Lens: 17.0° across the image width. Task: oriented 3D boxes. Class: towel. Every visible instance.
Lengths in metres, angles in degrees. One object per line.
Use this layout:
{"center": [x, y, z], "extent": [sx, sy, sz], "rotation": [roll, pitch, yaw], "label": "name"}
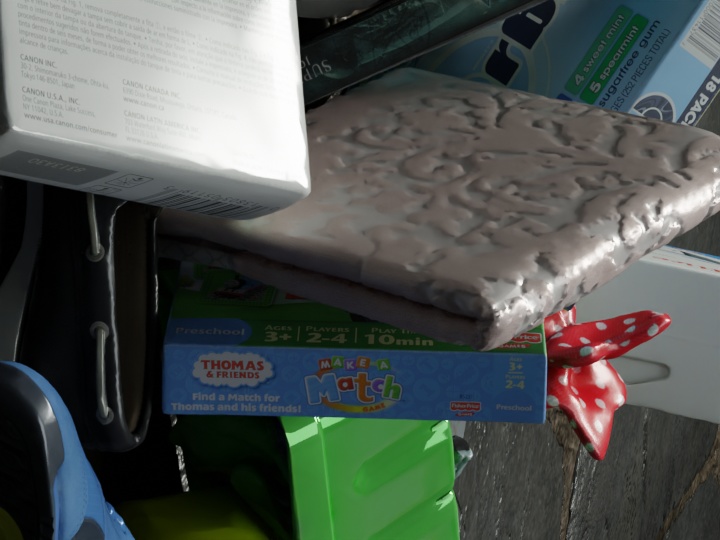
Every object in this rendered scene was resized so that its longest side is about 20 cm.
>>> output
{"center": [0.035, -0.029, 0.997], "extent": [0.200, 0.191, 0.032], "rotation": [-30, 125, -46], "label": "towel"}

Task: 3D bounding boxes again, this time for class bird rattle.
{"center": [0.058, 0.015, 1.265], "extent": [0.163, 0.199, 0.113], "rotation": [-100, -173, -57], "label": "bird rattle"}

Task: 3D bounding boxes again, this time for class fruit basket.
{"center": [-0.058, 0.116, 1.066], "extent": [0.215, 0.156, 0.216], "rotation": [-18, 129, -23], "label": "fruit basket"}

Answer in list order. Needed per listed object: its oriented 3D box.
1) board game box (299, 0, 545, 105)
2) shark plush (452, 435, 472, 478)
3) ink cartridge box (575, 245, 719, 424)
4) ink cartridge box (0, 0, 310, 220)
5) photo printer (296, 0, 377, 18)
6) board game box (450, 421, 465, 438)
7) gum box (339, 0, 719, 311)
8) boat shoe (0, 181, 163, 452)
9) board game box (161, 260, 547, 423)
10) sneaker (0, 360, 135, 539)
{"center": [0.034, -0.118, 1.107], "extent": [0.028, 0.200, 0.135], "rotation": [65, 25, -7], "label": "board game box"}
{"center": [0.008, 0.160, 1.234], "extent": [0.200, 0.083, 0.091], "rotation": [-60, 174, 16], "label": "shark plush"}
{"center": [0.155, 0.026, 1.430], "extent": [0.200, 0.146, 0.086], "rotation": [-91, -167, -86], "label": "ink cartridge box"}
{"center": [-0.090, -0.127, 0.882], "extent": [0.161, 0.050, 0.201], "rotation": [10, 69, -51], "label": "ink cartridge box"}
{"center": [-0.002, -0.240, 1.130], "extent": [0.166, 0.069, 0.201], "rotation": [-53, 146, -54], "label": "photo printer"}
{"center": [0.045, 0.019, 1.462], "extent": [0.134, 0.034, 0.201], "rotation": [32, 67, -72], "label": "board game box"}
{"center": [0.084, -0.098, 1.188], "extent": [0.044, 0.200, 0.170], "rotation": [30, 97, -37], "label": "gum box"}
{"center": [-0.098, -0.029, 0.934], "extent": [0.074, 0.060, 0.201], "rotation": [19, 80, -73], "label": "boat shoe"}
{"center": [0.000, 0.000, 1.023], "extent": [0.200, 0.151, 0.037], "rotation": [-87, 178, -64], "label": "board game box"}
{"center": [-0.119, 0.100, 0.902], "extent": [0.078, 0.066, 0.201], "rotation": [-47, 148, -43], "label": "sneaker"}
